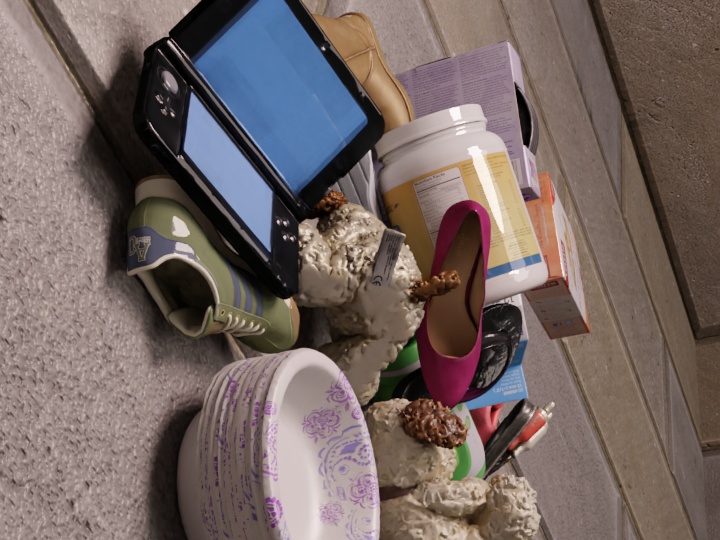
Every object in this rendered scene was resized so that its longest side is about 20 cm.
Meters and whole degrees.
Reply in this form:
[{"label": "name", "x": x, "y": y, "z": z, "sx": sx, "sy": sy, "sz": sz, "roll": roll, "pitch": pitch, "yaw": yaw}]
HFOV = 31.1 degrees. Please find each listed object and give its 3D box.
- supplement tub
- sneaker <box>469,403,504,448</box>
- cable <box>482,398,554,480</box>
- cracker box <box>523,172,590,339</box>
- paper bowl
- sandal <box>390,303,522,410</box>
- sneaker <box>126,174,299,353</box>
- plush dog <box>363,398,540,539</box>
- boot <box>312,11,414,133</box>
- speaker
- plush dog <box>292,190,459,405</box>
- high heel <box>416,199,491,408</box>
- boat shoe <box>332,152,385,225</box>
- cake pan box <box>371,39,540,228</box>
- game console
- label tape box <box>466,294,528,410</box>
[{"label": "supplement tub", "x": 0.102, "y": -0.059, "z": 1.367, "sx": 0.144, "sy": 0.143, "sz": 0.202, "roll": -7, "pitch": 78, "yaw": -69}, {"label": "sneaker", "x": 0.141, "y": 0.141, "z": 1.584, "sx": 0.074, "sy": 0.086, "sz": 0.202, "roll": 49, "pitch": 35, "yaw": -53}, {"label": "cable", "x": 0.156, "y": 0.222, "z": 1.468, "sx": 0.200, "sy": 0.050, "sz": 0.097, "roll": -51, "pitch": 171, "yaw": -24}, {"label": "cracker box", "x": 0.228, "y": -0.013, "z": 1.559, "sx": 0.200, "sy": 0.057, "sz": 0.135, "roll": 47, "pitch": 34, "yaw": -62}, {"label": "paper bowl", "x": -0.068, "y": 0.167, "z": 1.000, "sx": 0.200, "sy": 0.103, "sz": 0.203, "roll": -11, "pitch": 90, "yaw": -70}, {"label": "sandal", "x": 0.113, "y": 0.105, "z": 1.331, "sx": 0.200, "sy": 0.048, "sz": 0.076, "roll": -38, "pitch": 120, "yaw": -33}, {"label": "sneaker", "x": -0.118, "y": 0.024, "z": 1.004, "sx": 0.201, "sy": 0.067, "sz": 0.090, "roll": 52, "pitch": 32, "yaw": -38}, {"label": "plush dog", "x": 0.046, "y": 0.207, "z": 1.231, "sx": 0.159, "sy": 0.199, "sz": 0.173, "roll": -19, "pitch": 88, "yaw": -38}, {"label": "boot", "x": -0.018, "y": -0.196, "z": 1.394, "sx": 0.176, "sy": 0.066, "sz": 0.200, "roll": 63, "pitch": 22, "yaw": -5}, {"label": "speaker", "x": 0.070, "y": 0.148, "z": 1.390, "sx": 0.089, "sy": 0.088, "sz": 0.201, "roll": -71, "pitch": 144, "yaw": -53}, {"label": "plush dog", "x": 0.000, "y": 0.000, "z": 1.225, "sx": 0.172, "sy": 0.159, "sz": 0.201, "roll": -112, "pitch": 178, "yaw": -61}, {"label": "high heel", "x": 0.090, "y": 0.034, "z": 1.243, "sx": 0.096, "sy": 0.067, "sz": 0.203, "roll": 108, "pitch": -17, "yaw": -89}, {"label": "boat shoe", "x": -0.017, "y": -0.088, "z": 1.347, "sx": 0.062, "sy": 0.071, "sz": 0.202, "roll": -102, "pitch": 177, "yaw": -58}, {"label": "cake pan box", "x": 0.105, "y": -0.153, "z": 1.491, "sx": 0.052, "sy": 0.198, "sz": 0.186, "roll": 30, "pitch": 49, "yaw": -63}, {"label": "game console", "x": -0.070, "y": -0.113, "z": 1.017, "sx": 0.200, "sy": 0.116, "sz": 0.177, "roll": 51, "pitch": 21, "yaw": -31}, {"label": "label tape box", "x": 0.112, "y": 0.057, "z": 1.461, "sx": 0.066, "sy": 0.142, "sz": 0.202, "roll": 132, "pitch": -52, "yaw": -80}]
